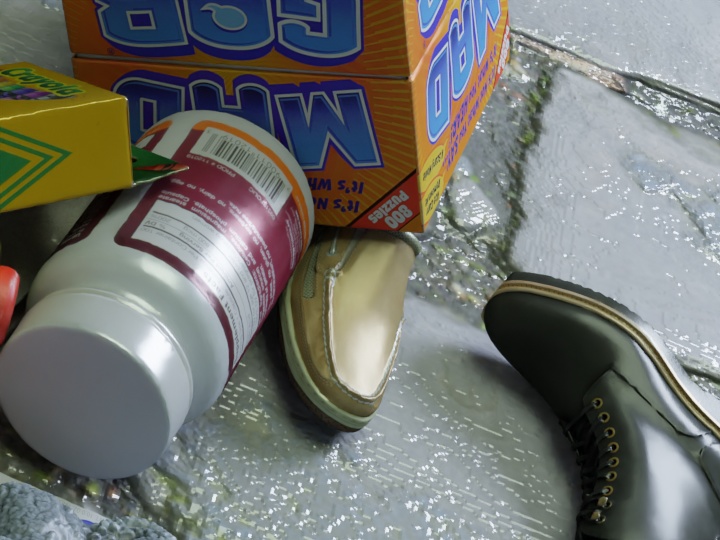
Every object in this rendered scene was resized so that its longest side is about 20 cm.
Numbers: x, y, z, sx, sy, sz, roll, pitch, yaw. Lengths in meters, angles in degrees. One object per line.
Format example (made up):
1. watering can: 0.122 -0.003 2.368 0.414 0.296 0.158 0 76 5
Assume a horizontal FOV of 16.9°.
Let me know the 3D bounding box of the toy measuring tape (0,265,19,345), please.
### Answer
1. toy measuring tape: -0.200 0.023 1.166 0.073 0.074 0.200 19 11 -12

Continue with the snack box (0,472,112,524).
1. snack box: -0.142 0.148 1.179 0.199 0.024 0.072 24 38 -6

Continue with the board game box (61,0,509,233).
1. board game box: -0.038 -0.165 1.387 0.199 0.201 0.200 5 35 17

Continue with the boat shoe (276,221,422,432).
1. boat shoe: 0.000 0.000 1.372 0.072 0.076 0.201 33 35 -30

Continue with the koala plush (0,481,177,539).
1. koala plush: -0.190 0.132 1.068 0.200 0.178 0.184 39 29 14

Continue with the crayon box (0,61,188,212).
1. crayon box: -0.204 -0.065 1.243 0.199 0.051 0.127 -13 19 -30

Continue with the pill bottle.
1. pill bottle: -0.107 0.012 1.277 0.114 0.114 0.200 29 39 1

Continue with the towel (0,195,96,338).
1. towel: -0.232 -0.015 1.296 0.132 0.035 0.200 34 41 7

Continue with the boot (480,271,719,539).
1. boot: 0.132 0.098 1.363 0.200 0.078 0.138 35 44 10
